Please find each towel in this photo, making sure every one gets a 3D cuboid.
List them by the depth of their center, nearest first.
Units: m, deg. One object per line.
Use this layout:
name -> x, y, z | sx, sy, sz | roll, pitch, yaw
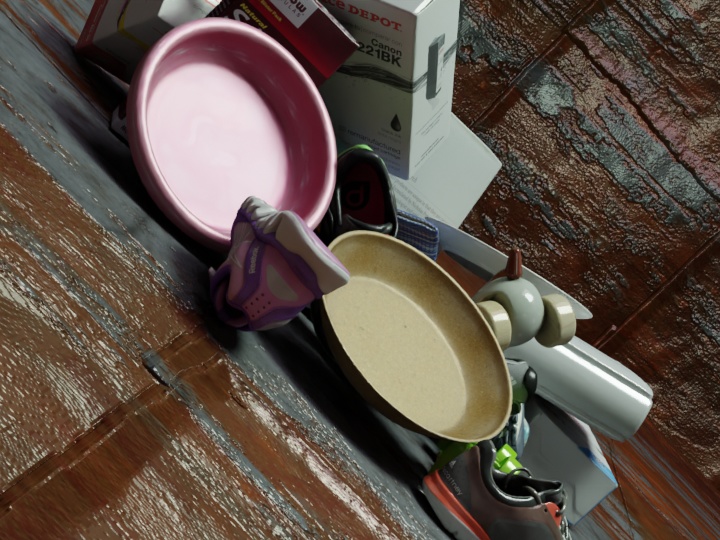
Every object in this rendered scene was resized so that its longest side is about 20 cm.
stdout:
towel -> 0.004, -0.033, 1.718 | 0.145, 0.024, 0.200 | 19, -14, 6

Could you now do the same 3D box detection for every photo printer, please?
photo printer -> 0.193, 0.091, 1.809 | 0.200, 0.069, 0.166 | 32, 4, -3

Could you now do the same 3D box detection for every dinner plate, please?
dinner plate -> 0.147, 0.004, 1.816 | 0.200, 0.024, 0.200 | 31, -3, 2

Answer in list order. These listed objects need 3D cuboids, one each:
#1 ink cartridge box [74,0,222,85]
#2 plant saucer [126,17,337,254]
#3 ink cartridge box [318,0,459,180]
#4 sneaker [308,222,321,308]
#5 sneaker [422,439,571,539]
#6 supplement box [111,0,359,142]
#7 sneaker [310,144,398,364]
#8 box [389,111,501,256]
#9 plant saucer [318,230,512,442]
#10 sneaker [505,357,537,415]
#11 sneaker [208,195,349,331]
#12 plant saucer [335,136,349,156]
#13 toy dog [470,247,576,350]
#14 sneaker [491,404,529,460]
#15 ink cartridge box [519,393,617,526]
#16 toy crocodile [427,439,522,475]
ink cartridge box -> -0.160, -0.217, 1.613 | 0.116, 0.068, 0.200 | 31, -23, -29
plant saucer -> -0.111, -0.105, 1.445 | 0.201, 0.201, 0.051 | 43, -36, -22
ink cartridge box -> 0.007, -0.202, 1.622 | 0.144, 0.084, 0.200 | 25, -41, 21
sneaker -> 0.000, 0.000, 1.577 | 0.200, 0.112, 0.078 | 44, 4, -20
sneaker -> 0.140, 0.207, 1.368 | 0.200, 0.082, 0.077 | 42, 8, -21
supplement box -> -0.109, -0.164, 1.532 | 0.109, 0.200, 0.061 | 43, 7, -16
sneaker -> -0.005, -0.011, 1.490 | 0.084, 0.077, 0.200 | 111, -24, -79
box -> -0.001, -0.127, 1.890 | 0.199, 0.171, 0.200 | 35, -1, 39
plant saucer -> 0.036, 0.059, 1.402 | 0.200, 0.035, 0.200 | 32, 35, -26
sneaker -> 0.096, 0.084, 1.547 | 0.115, 0.075, 0.200 | 6, -13, 12
sneaker -> -0.076, 0.002, 1.304 | 0.080, 0.088, 0.200 | 46, -6, -12
plant saucer -> -0.100, -0.114, 1.676 | 0.200, 0.036, 0.200 | 18, -14, 5
toy dog -> 0.110, 0.024, 1.673 | 0.200, 0.096, 0.132 | 0, 6, 40
sneaker -> 0.135, 0.146, 1.695 | 0.086, 0.078, 0.200 | 47, 7, -17
ink cartridge box -> 0.195, 0.179, 1.871 | 0.116, 0.067, 0.200 | 43, 8, -10
toy crocodile -> 0.090, 0.158, 1.484 | 0.068, 0.062, 0.200 | 45, 3, 1
